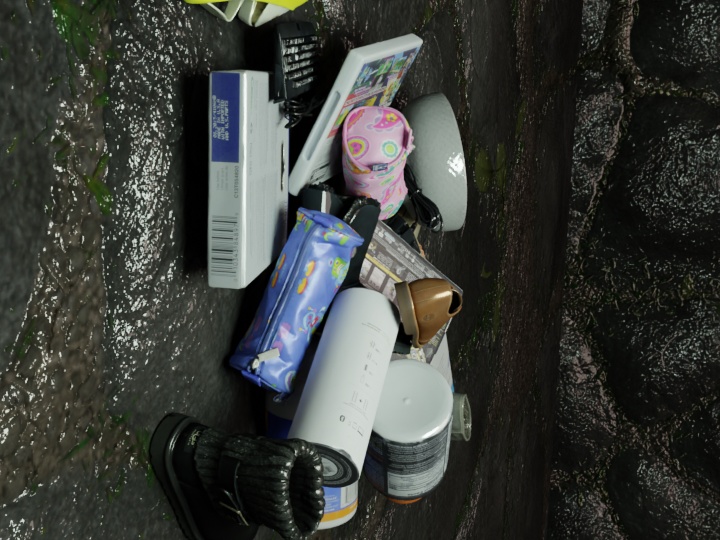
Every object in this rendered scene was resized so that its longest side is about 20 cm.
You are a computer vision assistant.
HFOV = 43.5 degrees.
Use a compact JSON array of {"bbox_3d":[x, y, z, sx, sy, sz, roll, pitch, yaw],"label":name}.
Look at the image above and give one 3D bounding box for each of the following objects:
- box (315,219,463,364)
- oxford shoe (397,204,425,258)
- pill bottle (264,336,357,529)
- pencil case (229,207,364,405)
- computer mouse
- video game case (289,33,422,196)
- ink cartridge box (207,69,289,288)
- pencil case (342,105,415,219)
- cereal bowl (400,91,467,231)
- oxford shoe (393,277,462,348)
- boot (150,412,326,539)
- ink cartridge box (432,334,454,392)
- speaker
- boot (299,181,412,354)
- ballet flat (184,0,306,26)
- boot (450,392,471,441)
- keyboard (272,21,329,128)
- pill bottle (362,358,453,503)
[{"bbox_3d":[0.034,0.046,1.174,0.200,0.049,0.162,37,69,-35],"label":"box"},{"bbox_3d":[0.077,-0.013,1.375,0.071,0.073,0.202,50,50,-61],"label":"oxford shoe"},{"bbox_3d":[-0.056,0.184,1.044,0.112,0.111,0.202,-25,118,-65],"label":"pill bottle"},{"bbox_3d":[-0.069,0.034,0.950,0.202,0.077,0.087,-65,170,-1],"label":"pencil case"},{"bbox_3d":[0.036,-0.053,1.269,0.046,0.141,0.201,-8,145,-31],"label":"computer mouse"},{"bbox_3d":[-0.006,-0.190,1.078,0.183,0.023,0.200,-60,170,28],"label":"video game case"},{"bbox_3d":[-0.110,-0.099,0.905,0.200,0.040,0.202,-55,148,-77],"label":"ink cartridge box"},{"bbox_3d":[0.020,-0.126,1.094,0.200,0.087,0.088,92,10,-75],"label":"pencil case"},{"bbox_3d":[0.090,-0.152,1.311,0.200,0.082,0.202,169,-90,-83],"label":"cereal bowl"},{"bbox_3d":[0.084,0.047,1.044,0.200,0.071,0.072,54,22,-81],"label":"oxford shoe"},{"bbox_3d":[-0.101,0.226,0.876,0.212,0.156,0.080,71,35,-47],"label":"boot"},{"bbox_3d":[0.086,0.180,1.437,0.145,0.084,0.201,-62,151,-44],"label":"ink cartridge box"},{"bbox_3d":[-0.015,0.115,0.931,0.082,0.080,0.201,73,25,-44],"label":"speaker"},{"bbox_3d":[0.000,0.000,1.064,0.199,0.076,0.170,20,85,-31],"label":"boot"},{"bbox_3d":[-0.110,-0.272,0.871,0.200,0.066,0.068,-17,133,-64],"label":"ballet flat"},{"bbox_3d":[0.034,0.168,1.145,0.182,0.198,0.073,51,51,-61],"label":"boot"},{"bbox_3d":[-0.056,-0.214,0.974,0.200,0.039,0.105,-63,155,-72],"label":"keyboard"},{"bbox_3d":[0.051,0.198,1.048,0.201,0.105,0.107,88,19,-52],"label":"pill bottle"}]
